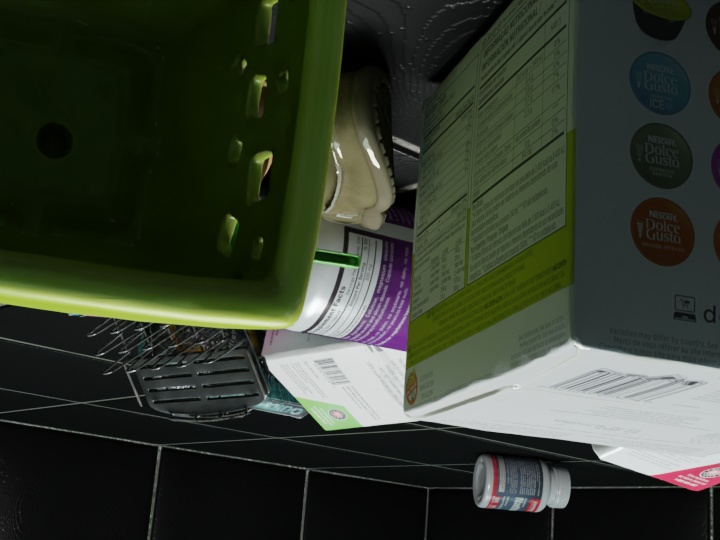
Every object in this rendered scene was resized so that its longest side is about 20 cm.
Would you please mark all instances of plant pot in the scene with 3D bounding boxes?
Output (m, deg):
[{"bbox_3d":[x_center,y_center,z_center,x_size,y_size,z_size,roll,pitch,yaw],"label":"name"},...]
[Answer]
[{"bbox_3d":[-0.132,-0.077,0.493,0.198,0.201,0.181,10,170,-21],"label":"plant pot"}]

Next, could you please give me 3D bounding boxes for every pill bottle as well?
[{"bbox_3d":[0.361,0.477,2.499,0.199,0.120,0.120,7,165,-9],"label":"pill bottle"},{"bbox_3d":[0.000,0.000,0.877,0.199,0.113,0.112,13,163,-25],"label":"pill bottle"}]

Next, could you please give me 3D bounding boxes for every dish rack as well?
[{"bbox_3d":[-0.155,0.029,0.837,0.153,0.201,0.055,-8,-161,38],"label":"dish rack"}]

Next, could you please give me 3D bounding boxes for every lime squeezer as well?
[{"bbox_3d":[-0.092,-0.020,0.706,0.070,0.038,0.200,18,180,42],"label":"lime squeezer"}]

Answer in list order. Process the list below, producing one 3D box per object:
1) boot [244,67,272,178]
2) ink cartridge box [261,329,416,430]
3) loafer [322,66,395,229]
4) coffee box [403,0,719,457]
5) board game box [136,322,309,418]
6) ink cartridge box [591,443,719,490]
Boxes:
[{"bbox_3d":[-0.091,-0.068,0.731,0.073,0.076,0.200,4,167,-8],"label":"boot"},{"bbox_3d":[0.027,0.079,1.097,0.199,0.084,0.146,-10,140,25],"label":"ink cartridge box"},{"bbox_3d":[-0.014,-0.067,0.705,0.067,0.077,0.200,-2,165,-1],"label":"loafer"},{"bbox_3d":[0.152,-0.023,0.580,0.199,0.199,0.200,9,162,-15],"label":"coffee box"},{"bbox_3d":[-0.137,0.069,1.128,0.199,0.136,0.028,19,139,-41],"label":"board game box"},{"bbox_3d":[0.264,0.064,0.734,0.200,0.084,0.145,-31,143,31],"label":"ink cartridge box"}]
